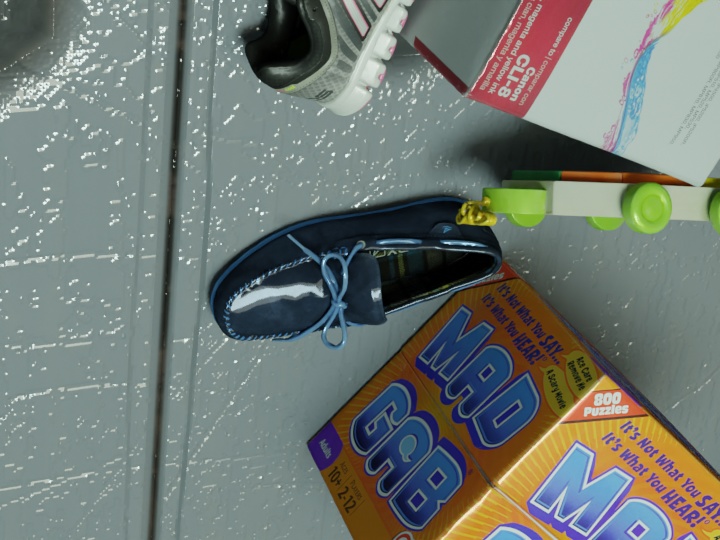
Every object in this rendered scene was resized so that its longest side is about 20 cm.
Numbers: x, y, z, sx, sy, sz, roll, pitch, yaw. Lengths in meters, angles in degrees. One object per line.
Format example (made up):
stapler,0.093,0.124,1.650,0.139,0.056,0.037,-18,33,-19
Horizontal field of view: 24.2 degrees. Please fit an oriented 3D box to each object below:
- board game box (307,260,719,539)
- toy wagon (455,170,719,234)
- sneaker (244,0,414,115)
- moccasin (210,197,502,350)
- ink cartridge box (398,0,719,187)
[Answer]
board game box,0.120,0.154,1.168,0.200,0.200,0.200,-45,117,6
toy wagon,0.157,-0.046,1.115,0.200,0.155,0.040,2,92,-27
sneaker,-0.013,-0.183,0.987,0.087,0.074,0.200,0,125,-34
moccasin,0.000,0.000,1.115,0.200,0.068,0.081,-22,128,-12
ink cartridge box,0.143,-0.165,1.031,0.200,0.145,0.145,17,111,-33
